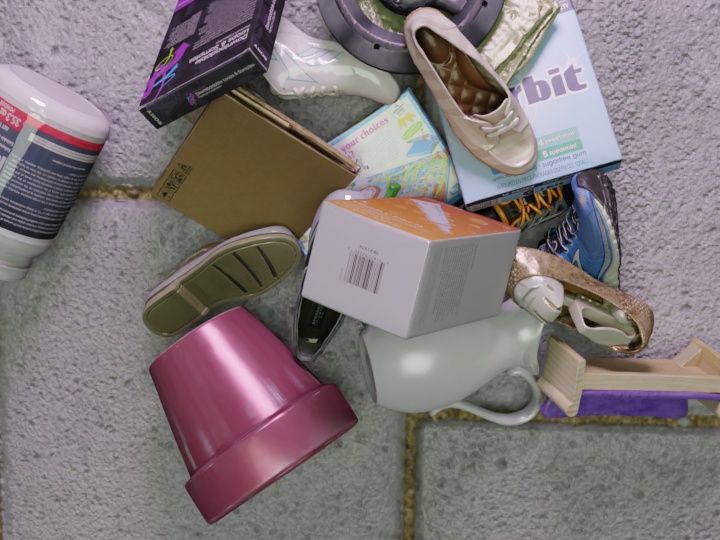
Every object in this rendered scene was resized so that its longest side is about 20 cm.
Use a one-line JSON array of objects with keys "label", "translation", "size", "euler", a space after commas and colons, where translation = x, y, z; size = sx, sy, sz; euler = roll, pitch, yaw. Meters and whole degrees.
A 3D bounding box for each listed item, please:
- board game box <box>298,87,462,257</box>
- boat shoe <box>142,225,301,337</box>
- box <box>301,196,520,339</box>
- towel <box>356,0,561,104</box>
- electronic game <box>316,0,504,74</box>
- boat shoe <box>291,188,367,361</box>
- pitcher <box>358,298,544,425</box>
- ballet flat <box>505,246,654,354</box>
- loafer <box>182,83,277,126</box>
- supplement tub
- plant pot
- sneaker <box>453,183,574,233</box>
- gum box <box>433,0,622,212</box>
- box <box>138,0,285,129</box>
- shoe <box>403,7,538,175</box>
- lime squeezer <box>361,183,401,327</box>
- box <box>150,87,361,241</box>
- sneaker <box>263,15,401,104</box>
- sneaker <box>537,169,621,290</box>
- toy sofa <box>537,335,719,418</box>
[{"label": "board game box", "translation": [0.008, -0.092, 1.321], "size": [0.199, 0.034, 0.135], "euler": [-33, 98, 7]}, {"label": "boat shoe", "translation": [-0.154, -0.002, 1.304], "size": [0.199, 0.069, 0.075], "euler": [-25, 122, 17]}, {"label": "box", "translation": [0.054, -0.009, 1.173], "size": [0.124, 0.200, 0.098], "euler": [21, 105, 28]}, {"label": "towel", "translation": [0.094, -0.270, 1.248], "size": [0.200, 0.036, 0.149], "euler": [36, 86, 13]}, {"label": "electronic game", "translation": [0.051, -0.301, 1.220], "size": [0.198, 0.042, 0.202], "euler": [0, 87, 4]}, {"label": "boat shoe", "translation": [-0.027, 0.012, 1.240], "size": [0.072, 0.071, 0.201], "euler": [11, 124, -5]}, {"label": "pitcher", "translation": [0.106, 0.110, 1.321], "size": [0.199, 0.121, 0.173], "euler": [-12, 109, -9]}, {"label": "ballet flat", "translation": [0.220, 0.034, 1.244], "size": [0.199, 0.065, 0.071], "euler": [20, 128, -7]}, {"label": "loafer", "translation": [-0.139, -0.171, 1.279], "size": [0.199, 0.068, 0.076], "euler": [33, 99, 10]}, {"label": "supplement tub", "translation": [-0.371, -0.105, 1.272], "size": [0.140, 0.140, 0.201], "euler": [30, 99, -4]}, {"label": "plant pot", "translation": [-0.131, 0.148, 1.299], "size": [0.200, 0.200, 0.180], "euler": [-36, 82, 7]}, {"label": "sneaker", "translation": [0.174, -0.073, 1.300], "size": [0.199, 0.077, 0.079], "euler": [-33, 97, 5]}, {"label": "gum box", "translation": [0.166, -0.182, 1.262], "size": [0.169, 0.045, 0.201], "euler": [-16, 78, 4]}, {"label": "box", "translation": [-0.142, -0.241, 1.199], "size": [0.142, 0.201, 0.036], "euler": [-22, 127, 28]}, {"label": "shoe", "translation": [0.110, -0.172, 1.182], "size": [0.070, 0.053, 0.200], "euler": [-39, 104, 7]}, {"label": "lime squeezer", "translation": [0.000, 0.000, 1.309], "size": [0.070, 0.038, 0.201], "euler": [-19, 125, -39]}, {"label": "box", "translation": [-0.114, -0.095, 1.248], "size": [0.163, 0.021, 0.200], "euler": [31, 140, -13]}, {"label": "sneaker", "translation": [-0.054, -0.213, 1.277], "size": [0.199, 0.070, 0.081], "euler": [23, 82, 3]}, {"label": "sneaker", "translation": [0.233, -0.025, 1.272], "size": [0.088, 0.079, 0.201], "euler": [-3, 138, 9]}, {"label": "toy sofa", "translation": [0.300, 0.131, 1.304], "size": [0.199, 0.083, 0.098], "euler": [3, 106, -17]}]
